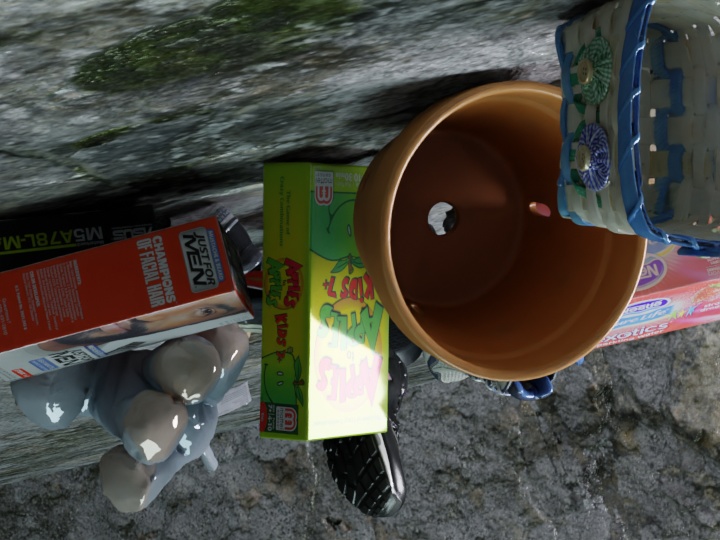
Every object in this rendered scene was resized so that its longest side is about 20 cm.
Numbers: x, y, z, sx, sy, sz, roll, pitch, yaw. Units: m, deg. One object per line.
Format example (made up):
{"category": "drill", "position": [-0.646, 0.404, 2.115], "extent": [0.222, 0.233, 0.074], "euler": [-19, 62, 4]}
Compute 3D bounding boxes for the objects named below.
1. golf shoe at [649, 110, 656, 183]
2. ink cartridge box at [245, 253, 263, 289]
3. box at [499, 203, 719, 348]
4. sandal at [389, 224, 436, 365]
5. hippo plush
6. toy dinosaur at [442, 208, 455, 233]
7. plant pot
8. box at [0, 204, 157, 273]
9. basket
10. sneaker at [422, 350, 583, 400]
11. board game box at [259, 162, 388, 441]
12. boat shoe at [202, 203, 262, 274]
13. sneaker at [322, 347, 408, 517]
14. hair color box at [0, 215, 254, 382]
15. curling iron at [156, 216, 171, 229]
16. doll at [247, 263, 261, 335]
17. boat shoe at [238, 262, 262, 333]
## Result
{"category": "golf shoe", "position": [0.276, -0.108, 1.521], "extent": [0.198, 0.092, 0.075], "euler": [-15, 170, 13]}
{"category": "ink cartridge box", "position": [0.000, 0.000, 1.801], "extent": [0.199, 0.045, 0.176], "euler": [10, -175, 30]}
{"category": "box", "position": [0.197, -0.005, 1.632], "extent": [0.198, 0.095, 0.103], "euler": [-12, 158, -6]}
{"category": "sandal", "position": [0.029, 0.026, 1.908], "extent": [0.075, 0.043, 0.201], "euler": [-4, -143, 14]}
{"category": "hippo plush", "position": [-0.186, 0.079, 1.708], "extent": [0.160, 0.160, 0.200], "euler": [31, -162, 12]}
{"category": "toy dinosaur", "position": [0.162, -0.062, 1.792], "extent": [0.199, 0.103, 0.136], "euler": [-34, 180, 20]}
{"category": "plant pot", "position": [0.082, -0.033, 1.490], "extent": [0.199, 0.202, 0.140], "euler": [-8, -171, -20]}
{"category": "box", "position": [-0.280, -0.001, 1.656], "extent": [0.192, 0.048, 0.200], "euler": [-5, 170, -31]}
{"category": "basket", "position": [0.208, -0.088, 1.256], "extent": [0.138, 0.178, 0.199], "euler": [1, 177, -42]}
{"category": "sneaker", "position": [0.118, 0.073, 1.774], "extent": [0.077, 0.086, 0.200], "euler": [-12, 169, -30]}
{"category": "board game box", "position": [-0.025, 0.022, 1.592], "extent": [0.047, 0.202, 0.101], "euler": [1, -179, 36]}
{"category": "boat shoe", "position": [-0.138, 0.017, 1.743], "extent": [0.072, 0.068, 0.200], "euler": [-47, -177, -40]}
{"category": "sneaker", "position": [0.011, 0.102, 1.704], "extent": [0.087, 0.201, 0.076], "euler": [-3, 144, -31]}
{"category": "hair color box", "position": [-0.187, 0.023, 1.585], "extent": [0.198, 0.064, 0.111], "euler": [-16, 167, 2]}
{"category": "curling iron", "position": [-0.178, -0.012, 1.769], "extent": [0.050, 0.026, 0.200], "euler": [-48, -177, -11]}
{"category": "doll", "position": [-0.075, 0.017, 2.060], "extent": [0.136, 0.049, 0.200], "euler": [7, 156, -38]}
{"category": "boat shoe", "position": [-0.099, 0.021, 1.960], "extent": [0.199, 0.063, 0.075], "euler": [8, -150, 22]}
